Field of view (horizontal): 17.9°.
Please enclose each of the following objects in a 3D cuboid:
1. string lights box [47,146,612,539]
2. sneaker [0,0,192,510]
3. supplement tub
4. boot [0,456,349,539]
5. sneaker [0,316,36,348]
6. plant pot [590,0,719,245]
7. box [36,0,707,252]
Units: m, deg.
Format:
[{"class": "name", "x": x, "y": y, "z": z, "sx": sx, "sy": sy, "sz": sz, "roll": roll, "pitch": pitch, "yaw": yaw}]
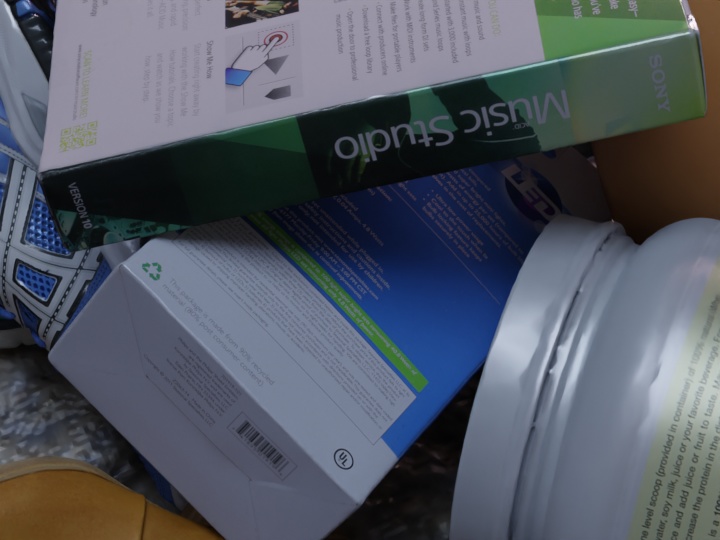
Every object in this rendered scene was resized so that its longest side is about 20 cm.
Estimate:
[{"class": "string lights box", "x": 0.000, "y": 0.000, "z": 0.759, "sx": 0.103, "sy": 0.059, "sz": 0.200, "roll": 45, "pitch": 43, "yaw": 1}, {"class": "sneaker", "x": -0.103, "y": -0.005, "z": 0.789, "sx": 0.077, "sy": 0.076, "sz": 0.201, "roll": -26, "pitch": 94, "yaw": 6}, {"class": "supplement tub", "x": 0.140, "y": 0.067, "z": 0.709, "sx": 0.198, "sy": 0.146, "sz": 0.146, "roll": 16, "pitch": 58, "yaw": 15}, {"class": "boot", "x": -0.060, "y": 0.129, "z": 0.692, "sx": 0.200, "sy": 0.071, "sz": 0.144, "roll": -8, "pitch": 51, "yaw": -39}, {"class": "sneaker", "x": -0.161, "y": -0.019, "z": 0.835, "sx": 0.198, "sy": 0.080, "sz": 0.078, "roll": -6, "pitch": 54, "yaw": -1}, {"class": "plant pot", "x": 0.158, "y": -0.076, "z": 0.794, "sx": 0.139, "sy": 0.200, "sz": 0.201, "roll": -9, "pitch": 52, "yaw": 20}, {"class": "box", "x": 0.000, "y": -0.082, "z": 0.718, "sx": 0.198, "sy": 0.037, "sz": 0.145, "roll": -13, "pitch": 40, "yaw": 8}]
